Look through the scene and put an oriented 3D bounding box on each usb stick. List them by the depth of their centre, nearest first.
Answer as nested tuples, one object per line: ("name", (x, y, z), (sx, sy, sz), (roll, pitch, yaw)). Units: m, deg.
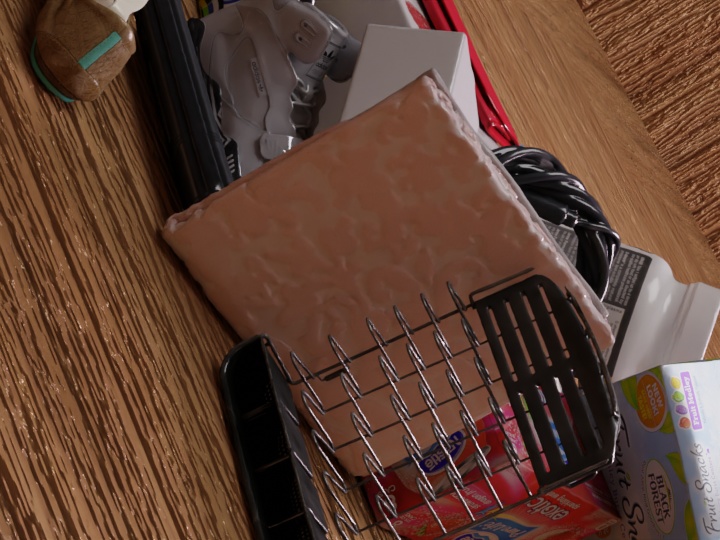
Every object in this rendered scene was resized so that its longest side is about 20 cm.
("usb stick", (-0.108, -0.096, 1.178), (0.056, 0.033, 0.200), (90, -15, -50))

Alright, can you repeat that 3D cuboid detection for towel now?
("towel", (0.017, 0.006, 1.098), (0.200, 0.191, 0.032), (53, 21, -19))

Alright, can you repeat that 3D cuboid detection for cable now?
("cable", (0.104, -0.013, 1.414), (0.051, 0.199, 0.164), (1, -81, 65))

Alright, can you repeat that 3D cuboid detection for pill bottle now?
("pill bottle", (0.182, 0.029, 1.532), (0.199, 0.117, 0.116), (20, 12, 11))

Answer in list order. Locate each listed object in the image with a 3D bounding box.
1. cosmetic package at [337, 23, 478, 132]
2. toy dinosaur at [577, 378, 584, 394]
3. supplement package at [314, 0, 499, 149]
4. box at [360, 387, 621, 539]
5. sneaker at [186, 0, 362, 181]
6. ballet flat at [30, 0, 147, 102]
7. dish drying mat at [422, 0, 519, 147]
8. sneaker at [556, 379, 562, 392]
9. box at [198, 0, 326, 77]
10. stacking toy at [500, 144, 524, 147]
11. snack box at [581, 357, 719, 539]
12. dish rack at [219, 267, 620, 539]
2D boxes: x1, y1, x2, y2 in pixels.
("cosmetic package", (0.020, -0.048, 1.227), (0.102, 0.071, 0.200), (76, 25, -57))
("toy dinosaur", (0.229, 0.172, 1.558), (0.200, 0.102, 0.077), (25, 27, -2))
("supplement package", (0.016, -0.136, 1.487), (0.121, 0.120, 0.200), (37, 26, -54))
("box", (0.081, 0.124, 1.244), (0.200, 0.100, 0.096), (34, 33, -58))
("sneaker", (-0.045, -0.100, 1.243), (0.075, 0.115, 0.200), (23, 39, -64))
("ballet flat", (-0.152, -0.172, 1.126), (0.068, 0.072, 0.200), (47, 19, -27))
("dish drying mat", (0.076, -0.186, 1.510), (0.200, 0.018, 0.077), (66, 13, 22))
("sneaker", (0.145, 0.134, 1.482), (0.200, 0.074, 0.087), (68, 18, 12))
("box", (-0.079, -0.206, 1.431), (0.070, 0.064, 0.200), (46, 21, -37))
("stacking toy", (0.081, -0.054, 1.614), (0.200, 0.110, 0.116), (9, 47, -55))
("snack box", (0.199, 0.161, 1.323), (0.067, 0.200, 0.169), (-5, 77, -25))
("dish rack", (0.034, 0.076, 1.023), (0.055, 0.200, 0.154), (57, 12, -51))
